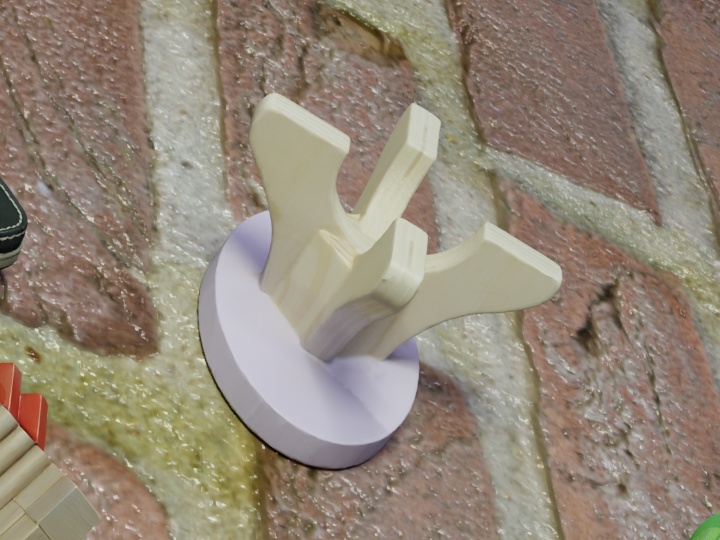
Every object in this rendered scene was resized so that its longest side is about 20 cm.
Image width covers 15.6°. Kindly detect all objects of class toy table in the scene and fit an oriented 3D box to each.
[{"bbox_3d":[0.000,0.000,1.375,0.183,0.117,0.201,25,30,-23],"label":"toy table"}]

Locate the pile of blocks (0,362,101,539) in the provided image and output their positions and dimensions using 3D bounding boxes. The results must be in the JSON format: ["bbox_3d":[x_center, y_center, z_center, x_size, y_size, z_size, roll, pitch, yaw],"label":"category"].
[{"bbox_3d":[-0.177,0.053,1.110,0.200,0.062,0.082,50,-12,-7],"label":"pile of blocks"}]

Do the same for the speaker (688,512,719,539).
[{"bbox_3d":[0.179,0.186,1.334,0.088,0.089,0.200,42,28,9],"label":"speaker"}]

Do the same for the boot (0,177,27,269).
[{"bbox_3d":[-0.212,-0.114,1.259,0.204,0.154,0.073,45,29,14],"label":"boot"}]
